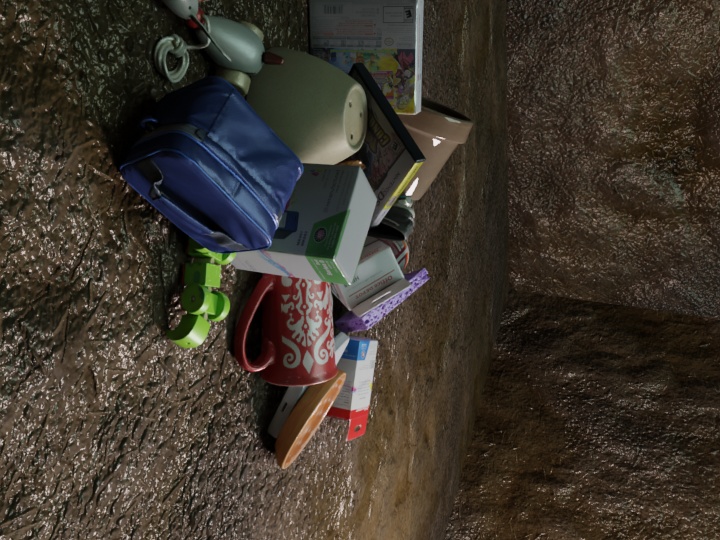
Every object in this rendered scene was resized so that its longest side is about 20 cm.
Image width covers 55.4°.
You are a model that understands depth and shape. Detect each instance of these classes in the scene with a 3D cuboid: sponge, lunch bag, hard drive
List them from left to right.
[{"bbox_3d":[-0.176,-0.113,0.798,0.200,0.134,0.135,43,53,-37],"label":"lunch bag"},{"bbox_3d":[-0.092,0.206,1.257,0.134,0.026,0.200,-63,170,26],"label":"hard drive"},{"bbox_3d":[0.048,0.063,1.445,0.199,0.111,0.030,-37,101,-31],"label":"sponge"}]

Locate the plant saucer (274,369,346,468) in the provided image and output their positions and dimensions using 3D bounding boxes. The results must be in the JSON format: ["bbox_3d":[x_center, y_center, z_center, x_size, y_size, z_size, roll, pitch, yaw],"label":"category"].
[{"bbox_3d":[-0.094,0.260,1.233,0.202,0.037,0.201,-56,171,-14],"label":"plant saucer"}]

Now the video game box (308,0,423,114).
[{"bbox_3d":[0.009,-0.365,1.166,0.047,0.195,0.187,-38,132,-63],"label":"video game box"}]

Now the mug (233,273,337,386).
[{"bbox_3d":[-0.109,0.072,1.098,0.177,0.130,0.205,-25,117,-68],"label":"mug"}]

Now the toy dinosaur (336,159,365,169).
[{"bbox_3d":[-0.087,-0.142,1.141,0.061,0.198,0.106,55,5,-16],"label":"toy dinosaur"}]

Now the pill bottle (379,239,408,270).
[{"bbox_3d":[0.027,-0.009,1.458,0.200,0.107,0.112,-44,137,-61],"label":"pill bottle"}]

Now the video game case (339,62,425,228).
[{"bbox_3d":[0.009,-0.203,1.140,0.025,0.202,0.181,-19,159,-36],"label":"video game case"}]

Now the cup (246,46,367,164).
[{"bbox_3d":[-0.070,-0.242,1.073,0.200,0.140,0.206,8,90,-69],"label":"cup"}]

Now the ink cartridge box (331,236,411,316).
[{"bbox_3d":[0.000,0.000,1.221,0.068,0.114,0.200,64,-10,-20],"label":"ink cartridge box"}]

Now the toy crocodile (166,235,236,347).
[{"bbox_3d":[-0.209,0.001,0.908,0.067,0.060,0.205,32,63,-67],"label":"toy crocodile"}]

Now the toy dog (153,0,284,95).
[{"bbox_3d":[-0.164,-0.296,0.863,0.199,0.094,0.135,-18,113,-68],"label":"toy dog"}]

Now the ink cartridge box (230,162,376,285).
[{"bbox_3d":[-0.093,-0.072,0.988,0.088,0.196,0.148,54,48,-57],"label":"ink cartridge box"}]

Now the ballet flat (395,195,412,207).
[{"bbox_3d":[0.029,-0.103,1.309,0.071,0.198,0.074,2,87,-41],"label":"ballet flat"}]

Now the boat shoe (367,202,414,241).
[{"bbox_3d":[-0.001,-0.092,1.223,0.067,0.195,0.058,78,24,-53],"label":"boat shoe"}]

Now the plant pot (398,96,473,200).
[{"bbox_3d":[0.091,-0.237,1.304,0.200,0.197,0.178,-28,143,-65],"label":"plant pot"}]

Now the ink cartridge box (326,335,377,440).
[{"bbox_3d":[-0.023,0.244,1.448,0.116,0.066,0.205,14,83,-69],"label":"ink cartridge box"}]
